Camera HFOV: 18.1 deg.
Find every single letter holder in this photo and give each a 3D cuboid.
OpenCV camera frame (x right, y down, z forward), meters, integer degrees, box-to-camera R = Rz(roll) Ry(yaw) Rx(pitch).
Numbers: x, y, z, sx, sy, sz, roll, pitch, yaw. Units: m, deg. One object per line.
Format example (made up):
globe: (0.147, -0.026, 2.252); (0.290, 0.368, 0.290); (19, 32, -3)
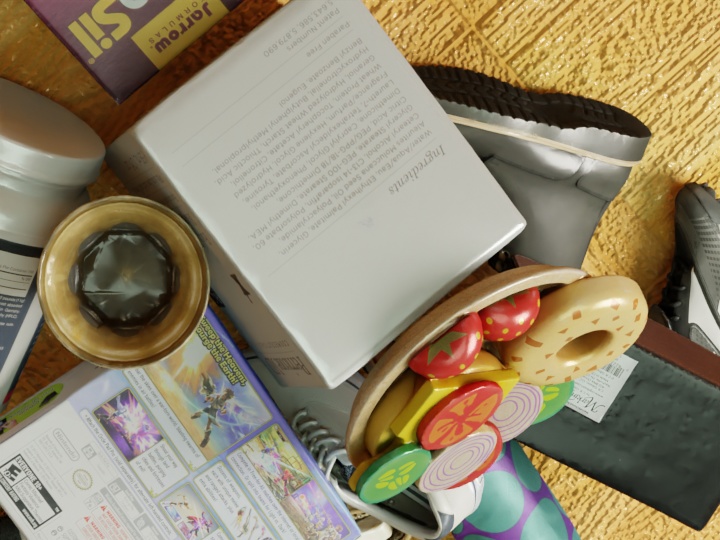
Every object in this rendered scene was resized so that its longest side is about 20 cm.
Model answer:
letter holder: (0.168, 0.072, 1.576); (0.199, 0.142, 0.101); (27, 107, -12)

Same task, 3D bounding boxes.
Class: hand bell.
hand bell: (-0.149, -0.002, 1.444); (0.103, 0.200, 0.105); (0, 95, -4)

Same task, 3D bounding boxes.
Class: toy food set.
toy food set: (0.077, 0.072, 1.417); (0.199, 0.049, 0.198); (-6, 141, -46)

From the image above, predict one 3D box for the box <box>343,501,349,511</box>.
box: (-0.113, 0.175, 1.572); (0.198, 0.117, 0.060); (-7, 126, -10)

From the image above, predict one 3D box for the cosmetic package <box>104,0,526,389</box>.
cosmetic package: (-0.033, -0.052, 1.419); (0.165, 0.165, 0.200); (-39, 96, -11)

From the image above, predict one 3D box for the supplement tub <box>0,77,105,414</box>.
supplement tub: (-0.257, -0.013, 1.439); (0.140, 0.140, 0.201); (20, 107, -22)

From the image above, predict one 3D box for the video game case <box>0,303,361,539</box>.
video game case: (-0.126, 0.142, 1.468); (0.181, 0.045, 0.201); (-33, 112, -1)

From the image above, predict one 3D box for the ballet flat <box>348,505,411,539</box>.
ballet flat: (-0.052, 0.210, 1.637); (0.199, 0.063, 0.069); (-28, 118, 0)

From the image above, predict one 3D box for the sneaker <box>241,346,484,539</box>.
sneaker: (-0.010, 0.115, 1.542); (0.199, 0.071, 0.073); (27, 119, 12)

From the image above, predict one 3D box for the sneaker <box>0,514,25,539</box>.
sneaker: (-0.253, 0.271, 1.614); (0.111, 0.073, 0.201); (-17, 109, -3)

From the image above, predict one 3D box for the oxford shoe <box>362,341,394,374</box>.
oxford shoe: (0.000, 0.000, 1.554); (0.071, 0.071, 0.201); (-27, 117, -7)

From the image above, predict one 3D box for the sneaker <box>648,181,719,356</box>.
sneaker: (0.240, 0.034, 1.631); (0.090, 0.067, 0.201); (-20, 119, -8)

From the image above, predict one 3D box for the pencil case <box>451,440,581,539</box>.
pencil case: (0.086, 0.161, 1.638); (0.092, 0.085, 0.201); (-18, 120, 26)

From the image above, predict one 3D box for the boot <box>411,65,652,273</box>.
boot: (0.090, -0.056, 1.551); (0.199, 0.078, 0.139); (13, 115, -18)

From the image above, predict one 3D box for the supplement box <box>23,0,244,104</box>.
supplement box: (-0.171, -0.225, 1.387); (0.131, 0.103, 0.200); (-40, 118, 5)
